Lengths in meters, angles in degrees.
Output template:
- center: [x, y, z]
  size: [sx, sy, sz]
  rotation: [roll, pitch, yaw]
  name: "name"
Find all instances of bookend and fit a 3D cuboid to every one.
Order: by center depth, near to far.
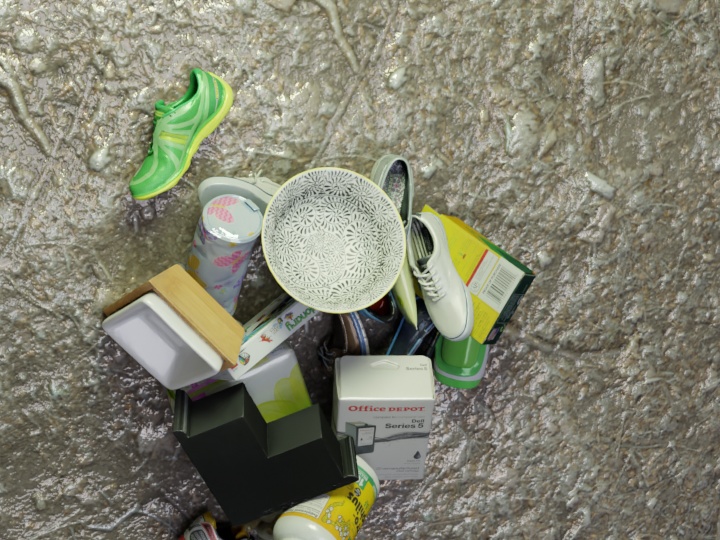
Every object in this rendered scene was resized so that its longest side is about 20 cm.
- center: [-0.132, 0.233, 1.606]
  size: [0.197, 0.092, 0.201]
  rotation: [-22, 122, 8]
  name: "bookend"

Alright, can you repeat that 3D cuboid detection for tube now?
- center: [0.052, -0.012, 1.710]
  size: [0.058, 0.051, 0.202]
  rotation: [-29, 108, -55]
  name: "tube"

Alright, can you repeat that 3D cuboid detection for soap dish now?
- center: [-0.253, 0.077, 1.546]
  size: [0.157, 0.200, 0.081]
  rotation: [45, 60, -13]
  name: "soap dish"

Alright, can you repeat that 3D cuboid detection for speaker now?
- center: [0.169, 0.080, 1.804]
  size: [0.088, 0.088, 0.202]
  rotation: [2, 108, -24]
  name: "speaker"

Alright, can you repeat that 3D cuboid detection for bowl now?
- center: [-0.046, -0.030, 1.558]
  size: [0.198, 0.094, 0.203]
  rotation: [5, 74, -16]
  name: "bowl"

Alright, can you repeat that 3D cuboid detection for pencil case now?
- center: [-0.191, -0.012, 1.563]
  size: [0.090, 0.083, 0.201]
  rotation: [-18, 150, -31]
  name: "pencil case"

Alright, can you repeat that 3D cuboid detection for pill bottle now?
- center: [-0.059, 0.367, 1.658]
  size: [0.201, 0.112, 0.113]
  rotation: [-56, 129, -42]
  name: "pill bottle"

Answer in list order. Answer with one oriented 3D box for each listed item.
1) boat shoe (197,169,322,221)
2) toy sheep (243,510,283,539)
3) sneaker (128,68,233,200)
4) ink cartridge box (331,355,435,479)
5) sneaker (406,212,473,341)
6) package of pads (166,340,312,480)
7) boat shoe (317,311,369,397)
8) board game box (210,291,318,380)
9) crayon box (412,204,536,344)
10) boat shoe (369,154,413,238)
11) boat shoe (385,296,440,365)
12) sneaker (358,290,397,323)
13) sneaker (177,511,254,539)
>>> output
- center: [-0.142, -0.104, 1.605]
  size: [0.200, 0.087, 0.075]
  rotation: [14, 126, -31]
  name: "boat shoe"
- center: [-0.101, 0.403, 1.773]
  size: [0.137, 0.138, 0.202]
  rotation: [-26, 112, -13]
  name: "toy sheep"
- center: [-0.255, -0.184, 1.531]
  size: [0.083, 0.074, 0.201]
  rotation: [38, 81, -32]
  name: "sneaker"
- center: [0.030, 0.225, 1.724]
  size: [0.144, 0.085, 0.201]
  rotation: [0, 134, -4]
  name: "ink cartridge box"
- center: [0.106, 0.009, 1.680]
  size: [0.073, 0.202, 0.071]
  rotation: [-28, 163, 28]
  name: "sneaker"
- center: [-0.175, 0.202, 1.705]
  size: [0.198, 0.068, 0.156]
  rotation: [-24, 117, -15]
  name: "package of pads"
- center: [-0.026, 0.136, 1.744]
  size: [0.072, 0.072, 0.202]
  rotation: [-17, 115, -13]
  name: "boat shoe"
- center: [-0.130, 0.082, 1.624]
  size: [0.200, 0.126, 0.035]
  rotation: [-39, 101, -21]
  name: "board game box"
- center: [0.151, 0.004, 1.723]
  size: [0.051, 0.200, 0.128]
  rotation: [4, 121, -57]
  name: "crayon box"
- center: [0.037, -0.067, 1.635]
  size: [0.069, 0.071, 0.203]
  rotation: [6, 90, -14]
  name: "boat shoe"
- center: [0.079, 0.142, 1.780]
  size: [0.084, 0.068, 0.202]
  rotation: [-4, 114, -56]
  name: "boat shoe"
- center: [0.000, 0.000, 1.697]
  size: [0.078, 0.090, 0.200]
  rotation: [-41, 119, -5]
  name: "sneaker"
- center: [-0.185, 0.442, 1.779]
  size: [0.199, 0.078, 0.083]
  rotation: [34, 93, -30]
  name: "sneaker"
